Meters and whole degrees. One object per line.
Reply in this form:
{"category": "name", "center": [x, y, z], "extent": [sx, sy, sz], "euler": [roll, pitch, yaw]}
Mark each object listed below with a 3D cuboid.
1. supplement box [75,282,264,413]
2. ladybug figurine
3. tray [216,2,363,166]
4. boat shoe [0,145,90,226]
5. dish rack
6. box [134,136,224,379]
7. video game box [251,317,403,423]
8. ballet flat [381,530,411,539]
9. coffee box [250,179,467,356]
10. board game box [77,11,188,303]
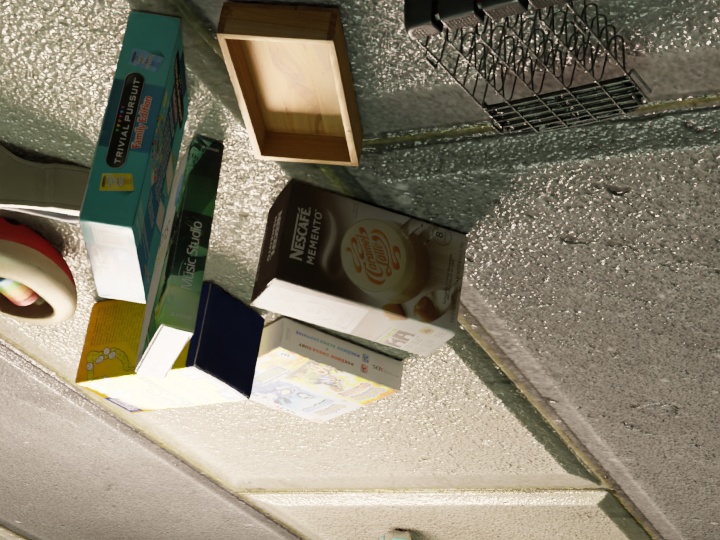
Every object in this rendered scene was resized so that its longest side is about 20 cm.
{"category": "supplement box", "center": [-0.232, 0.097, 1.790], "extent": [0.199, 0.110, 0.109], "euler": [-10, 149, 35]}
{"category": "ladybug figurine", "center": [-0.393, -0.003, 1.675], "extent": [0.135, 0.072, 0.200], "euler": [1, 154, 17]}
{"category": "tray", "center": [-0.057, -0.159, 1.284], "extent": [0.098, 0.037, 0.200], "euler": [5, 154, 9]}
{"category": "boat shoe", "center": [-0.358, -0.083, 1.500], "extent": [0.199, 0.073, 0.063], "euler": [12, 152, -18]}
{"category": "dish rack", "center": [0.137, -0.176, 1.167], "extent": [0.153, 0.055, 0.200], "euler": [-7, 152, 33]}
{"category": "box", "center": [-0.178, -0.010, 1.441], "extent": [0.036, 0.201, 0.144], "euler": [12, 154, -15]}
{"category": "video game box", "center": [-0.073, 0.133, 1.890], "extent": [0.181, 0.047, 0.200], "euler": [20, 153, -27]}
{"category": "ballet flat", "center": [0.084, 0.512, 2.609], "extent": [0.063, 0.068, 0.200], "euler": [-4, 153, 10]}
{"category": "coffee box", "center": [0.000, 0.000, 1.506], "extent": [0.199, 0.115, 0.080], "euler": [16, 154, -16]}
{"category": "board game box", "center": [-0.192, -0.095, 1.267], "extent": [0.047, 0.201, 0.151], "euler": [9, 155, 0]}
